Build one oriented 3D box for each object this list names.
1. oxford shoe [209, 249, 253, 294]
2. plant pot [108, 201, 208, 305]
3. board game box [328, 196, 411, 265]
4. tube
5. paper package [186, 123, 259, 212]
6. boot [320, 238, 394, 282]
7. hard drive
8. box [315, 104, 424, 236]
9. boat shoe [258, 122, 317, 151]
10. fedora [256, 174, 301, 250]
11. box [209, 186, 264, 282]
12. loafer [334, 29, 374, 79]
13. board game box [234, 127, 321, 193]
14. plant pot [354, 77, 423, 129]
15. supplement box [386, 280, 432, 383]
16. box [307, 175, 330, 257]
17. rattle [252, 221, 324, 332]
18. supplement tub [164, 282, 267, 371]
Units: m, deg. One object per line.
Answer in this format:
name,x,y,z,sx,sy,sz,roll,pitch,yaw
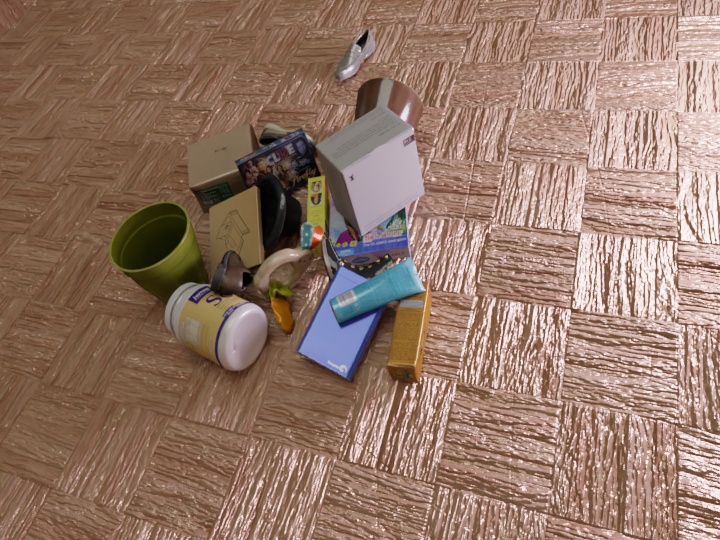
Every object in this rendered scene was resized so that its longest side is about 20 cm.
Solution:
oxford shoe,-0.282,0.012,1.329,0.082,0.075,0.201,19,16,-11
plant pot,-0.456,-0.020,1.410,0.193,0.195,0.205,-8,51,10
board game box,0.020,-0.109,1.437,0.193,0.042,0.204,-9,51,9
tube,0.032,0.045,1.225,0.195,0.050,0.079,-23,80,-7
paper package,-0.371,-0.286,1.648,0.194,0.105,0.194,-18,50,1
boot,0.000,0.000,1.326,0.146,0.074,0.205,-21,65,-3
hard drive,-0.033,0.108,1.245,0.129,0.025,0.204,24,76,11
box,0.026,-0.231,1.372,0.196,0.203,0.131,-33,49,-12
boat shoe,-0.206,-0.362,1.683,0.196,0.072,0.066,23,73,26
fedora,-0.206,-0.139,1.478,0.089,0.203,0.203,8,39,-34
box,-0.307,-0.086,1.460,0.159,0.021,0.207,-18,67,26
loafer,-0.022,-0.678,1.865,0.068,0.071,0.202,19,61,28
board game box,-0.214,-0.267,1.564,0.196,0.138,0.035,-28,35,-6
plant pot,0.055,-0.354,1.541,0.181,0.188,0.206,7,68,21
supplement box,0.102,0.122,1.221,0.066,0.067,0.205,0,53,16
box,-0.102,-0.136,1.474,0.048,0.076,0.205,-8,50,6
rattle,-0.136,0.008,1.328,0.198,0.131,0.144,-36,42,-1
supplement tub,-0.315,0.117,1.296,0.195,0.147,0.147,19,60,27
